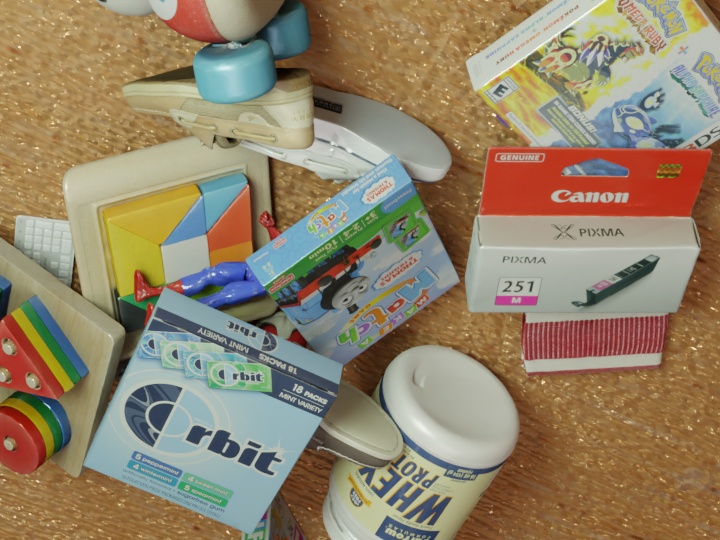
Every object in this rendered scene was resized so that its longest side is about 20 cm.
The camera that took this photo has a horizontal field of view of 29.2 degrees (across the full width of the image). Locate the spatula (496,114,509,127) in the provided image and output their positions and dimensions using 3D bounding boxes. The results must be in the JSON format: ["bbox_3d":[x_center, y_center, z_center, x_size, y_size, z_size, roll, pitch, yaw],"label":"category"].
[{"bbox_3d":[0.174,-0.194,1.151,0.056,0.021,0.201,13,125,-19],"label":"spatula"}]

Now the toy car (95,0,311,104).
[{"bbox_3d":[-0.156,-0.236,1.046,0.197,0.177,0.186,0,118,17],"label":"toy car"}]

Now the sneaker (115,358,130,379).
[{"bbox_3d":[-0.223,0.089,1.341,0.114,0.075,0.201,19,124,-16],"label":"sneaker"}]

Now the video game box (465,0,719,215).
[{"bbox_3d":[0.217,-0.155,1.145,0.181,0.047,0.200,-35,131,21],"label":"video game box"}]

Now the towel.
[{"bbox_3d":[0.225,0.018,1.312,0.142,0.023,0.202,-3,129,0],"label":"towel"}]

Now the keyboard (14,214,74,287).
[{"bbox_3d":[-0.310,0.031,1.336,0.056,0.011,0.202,10,127,-7],"label":"keyboard"}]

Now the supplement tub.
[{"bbox_3d":[0.055,0.190,1.365,0.143,0.146,0.201,19,125,-13],"label":"supplement tub"}]

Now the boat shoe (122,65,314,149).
[{"bbox_3d":[-0.119,-0.129,1.124,0.198,0.071,0.065,9,115,41],"label":"boat shoe"}]

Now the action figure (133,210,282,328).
[{"bbox_3d":[-0.094,-0.009,1.217,0.198,0.066,0.100,-9,139,-24],"label":"action figure"}]

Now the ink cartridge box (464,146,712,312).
[{"bbox_3d":[0.199,-0.032,1.211,0.197,0.044,0.175,0,141,-3],"label":"ink cartridge box"}]

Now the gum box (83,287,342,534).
[{"bbox_3d":[-0.132,0.128,1.211,0.168,0.045,0.201,24,128,-9],"label":"gum box"}]

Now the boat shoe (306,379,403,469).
[{"bbox_3d":[-0.056,0.128,1.270,0.198,0.072,0.060,29,121,0],"label":"boat shoe"}]

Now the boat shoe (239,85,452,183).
[{"bbox_3d":[-0.021,-0.111,1.194,0.198,0.074,0.066,21,130,-2],"label":"boat shoe"}]

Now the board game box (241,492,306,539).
[{"bbox_3d":[-0.074,0.348,1.493,0.034,0.135,0.201,-16,126,13],"label":"board game box"}]

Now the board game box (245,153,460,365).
[{"bbox_3d":[0.000,0.000,1.209,0.151,0.037,0.200,-36,151,-1],"label":"board game box"}]

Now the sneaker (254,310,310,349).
[{"bbox_3d":[-0.100,0.134,1.363,0.076,0.085,0.202,11,126,-6],"label":"sneaker"}]

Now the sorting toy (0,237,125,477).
[{"bbox_3d":[-0.330,0.085,1.276,0.198,0.070,0.201,34,131,13],"label":"sorting toy"}]

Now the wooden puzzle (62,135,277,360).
[{"bbox_3d":[-0.162,-0.019,1.239,0.183,0.037,0.202,-16,127,-17],"label":"wooden puzzle"}]
